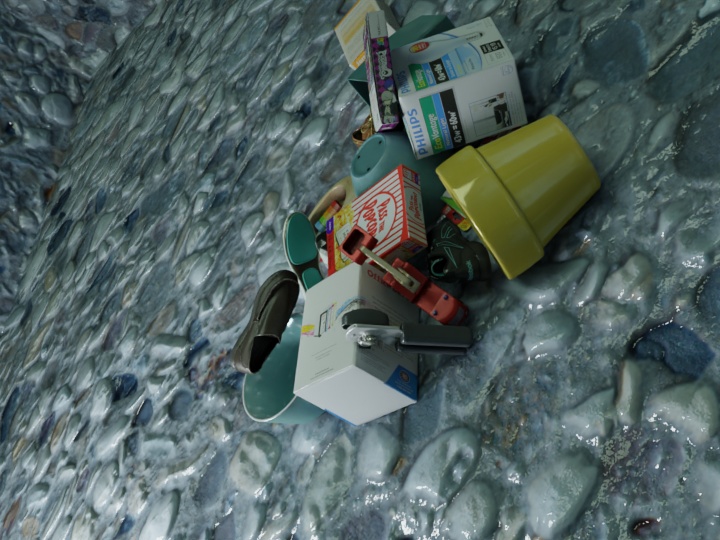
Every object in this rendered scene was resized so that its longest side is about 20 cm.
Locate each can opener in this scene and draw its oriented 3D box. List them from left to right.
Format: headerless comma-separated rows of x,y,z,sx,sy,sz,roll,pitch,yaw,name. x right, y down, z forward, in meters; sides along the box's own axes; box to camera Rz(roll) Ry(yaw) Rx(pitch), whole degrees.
0.071,0.091,1.371,0.053,0.197,0.067,115,160,-57,can opener

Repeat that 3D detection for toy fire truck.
0.070,0.014,1.409,0.199,0.141,0.049,37,92,22,toy fire truck

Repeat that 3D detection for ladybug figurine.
-0.045,-0.093,1.786,0.200,0.072,0.136,-49,33,14,ladybug figurine

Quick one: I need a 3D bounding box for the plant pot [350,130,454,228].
0.060,-0.173,1.657,0.199,0.134,0.202,-33,40,33,plant pot

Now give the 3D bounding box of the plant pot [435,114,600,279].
0.240,-0.120,1.340,0.188,0.201,0.201,-34,37,6,plant pot

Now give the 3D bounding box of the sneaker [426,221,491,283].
0.135,-0.027,1.451,0.078,0.076,0.200,-16,17,-14,sneaker

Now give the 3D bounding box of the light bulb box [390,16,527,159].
0.160,-0.314,1.562,0.197,0.126,0.199,-17,35,5,light bulb box

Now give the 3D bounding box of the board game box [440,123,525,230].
0.212,-0.167,1.551,0.201,0.030,0.096,-56,32,8,board game box

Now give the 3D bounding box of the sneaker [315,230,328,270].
0.000,0.000,1.663,0.074,0.089,0.199,-32,41,-24,sneaker

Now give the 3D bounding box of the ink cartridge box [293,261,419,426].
-0.003,0.118,1.488,0.144,0.147,0.202,-29,42,37,ink cartridge box

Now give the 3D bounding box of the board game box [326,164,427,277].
0.023,-0.063,1.548,0.199,0.046,0.153,-35,46,36,board game box

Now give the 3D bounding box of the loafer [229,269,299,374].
-0.155,0.097,1.596,0.071,0.072,0.202,30,97,53,loafer

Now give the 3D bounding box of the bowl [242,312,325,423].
-0.107,0.188,1.607,0.200,0.105,0.203,-33,39,32,bowl

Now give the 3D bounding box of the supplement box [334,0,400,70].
0.022,-0.528,2.055,0.126,0.073,0.201,-43,35,21,supplement box

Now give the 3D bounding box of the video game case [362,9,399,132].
0.033,-0.335,1.567,0.200,0.035,0.184,-108,10,-86,video game case

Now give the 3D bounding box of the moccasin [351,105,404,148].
0.032,-0.275,1.780,0.074,0.077,0.201,-54,13,-8,moccasin

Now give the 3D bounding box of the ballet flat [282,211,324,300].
-0.106,-0.009,1.731,0.069,0.069,0.203,-19,89,43,ballet flat

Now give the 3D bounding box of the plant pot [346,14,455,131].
0.107,-0.392,1.777,0.201,0.141,0.141,-51,31,-10,plant pot
